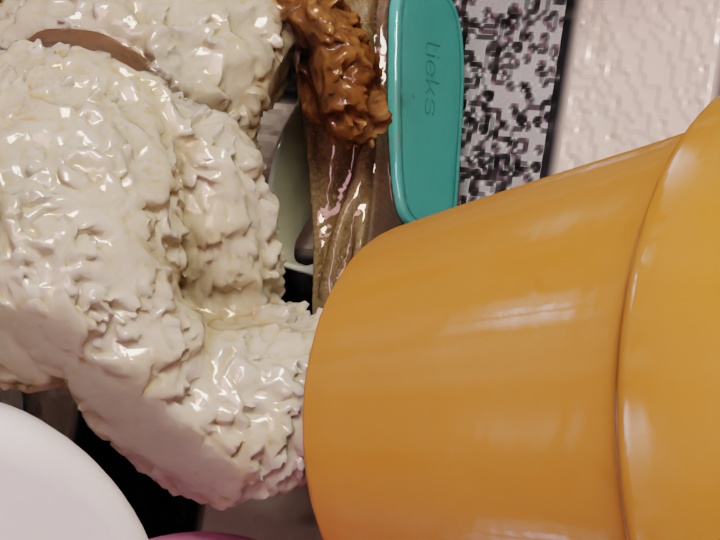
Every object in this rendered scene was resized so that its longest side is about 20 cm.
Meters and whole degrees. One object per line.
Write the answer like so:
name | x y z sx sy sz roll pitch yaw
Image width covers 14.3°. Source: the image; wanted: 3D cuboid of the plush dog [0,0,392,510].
plush dog | -0.087 -0.039 0.908 0.199 0.161 0.172 4 48 21

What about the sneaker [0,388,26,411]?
sneaker | -0.168 0.012 1.019 0.077 0.085 0.201 -3 78 24

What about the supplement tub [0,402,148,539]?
supplement tub | -0.160 0.102 0.823 0.200 0.144 0.145 2 78 55

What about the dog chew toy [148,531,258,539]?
dog chew toy | -0.037 0.141 0.868 0.124 0.200 0.125 2 84 -16

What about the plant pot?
plant pot | 0.091 0.045 0.842 0.182 0.200 0.202 -4 77 35

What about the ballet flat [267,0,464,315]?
ballet flat | 0.000 0.000 0.961 0.072 0.068 0.201 -15 73 38
